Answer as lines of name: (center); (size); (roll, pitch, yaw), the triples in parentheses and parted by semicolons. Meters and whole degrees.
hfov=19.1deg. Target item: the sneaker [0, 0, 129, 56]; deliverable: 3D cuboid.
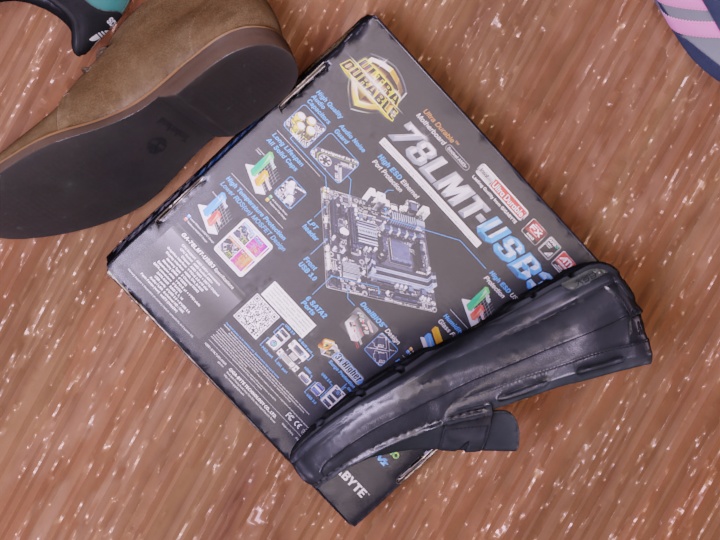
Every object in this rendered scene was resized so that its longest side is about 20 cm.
sneaker: (-0.214, -0.176, 1.114); (0.199, 0.071, 0.080); (22, 91, -7)

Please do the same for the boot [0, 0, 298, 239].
boot: (-0.128, -0.086, 1.142); (0.200, 0.074, 0.076); (-30, 54, 12)

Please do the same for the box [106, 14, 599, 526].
box: (0.000, 0.000, 1.160); (0.198, 0.050, 0.200); (-44, 99, -1)

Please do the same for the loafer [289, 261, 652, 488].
loafer: (0.059, 0.066, 1.116); (0.200, 0.068, 0.071); (-28, 91, -5)

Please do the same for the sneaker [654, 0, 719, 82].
sneaker: (0.187, -0.161, 1.140); (0.070, 0.082, 0.200); (-43, 98, 1)
